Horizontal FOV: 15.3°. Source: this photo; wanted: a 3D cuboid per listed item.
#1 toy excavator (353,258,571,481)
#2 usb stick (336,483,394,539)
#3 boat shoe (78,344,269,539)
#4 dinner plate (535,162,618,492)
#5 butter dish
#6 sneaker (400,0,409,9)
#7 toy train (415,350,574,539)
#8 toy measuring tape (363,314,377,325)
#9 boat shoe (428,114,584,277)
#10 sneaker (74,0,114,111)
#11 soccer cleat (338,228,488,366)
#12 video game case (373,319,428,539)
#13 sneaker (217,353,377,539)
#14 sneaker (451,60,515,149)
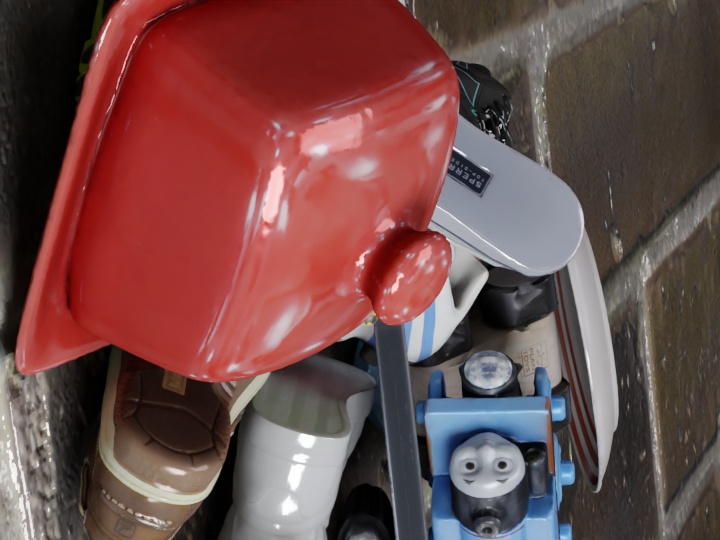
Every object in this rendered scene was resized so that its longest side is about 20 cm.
[{"bbox_3d":[0.057,0.027,1.646,0.194,0.200,0.100,-23,116,-27],"label":"toy excavator"},{"bbox_3d":[0.003,0.150,1.458,0.200,0.032,0.056,-30,115,-89],"label":"usb stick"},{"bbox_3d":[-0.091,0.065,1.226,0.202,0.074,0.075,-66,-178,-66],"label":"boat shoe"},{"bbox_3d":[0.129,0.032,1.602,0.200,0.024,0.201,171,-90,-88],"label":"dinner plate"},{"bbox_3d":[-0.026,-0.030,1.135,0.199,0.148,0.201,-27,144,-49],"label":"butter dish"},{"bbox_3d":[-0.018,-0.099,1.441,0.115,0.075,0.201,-65,150,-59],"label":"sneaker"},{"bbox_3d":[0.077,0.139,1.487,0.115,0.086,0.201,-87,173,-46],"label":"toy train"},{"bbox_3d":[-0.033,-0.021,1.332,0.200,0.073,0.074,46,-24,54],"label":"toy measuring tape"},{"bbox_3d":[0.025,-0.062,1.403,0.074,0.200,0.065,-50,-174,-16],"label":"boat shoe"},{"bbox_3d":[-0.086,-0.121,1.253,0.084,0.074,0.201,73,29,-57],"label":"sneaker"},{"bbox_3d":[0.000,0.000,1.419,0.070,0.086,0.200,51,16,23],"label":"soccer cleat"},{"bbox_3d":[0.026,0.133,1.401,0.200,0.019,0.144,84,0,-60],"label":"video game case"},{"bbox_3d":[-0.041,0.109,1.372,0.200,0.073,0.116,-61,166,-78],"label":"sneaker"},{"bbox_3d":[0.055,-0.088,1.557,0.200,0.079,0.076,-113,-158,-65],"label":"sneaker"}]
